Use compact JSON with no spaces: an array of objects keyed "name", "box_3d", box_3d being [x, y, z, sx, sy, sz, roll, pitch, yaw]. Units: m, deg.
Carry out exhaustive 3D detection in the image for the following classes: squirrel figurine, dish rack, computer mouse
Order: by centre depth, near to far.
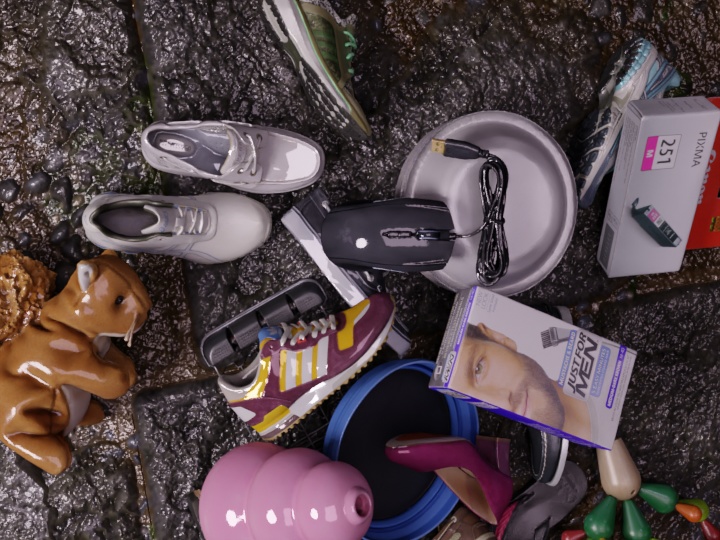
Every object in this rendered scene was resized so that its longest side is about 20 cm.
[{"name":"squirrel figurine","box_3d":[-0.306,0.057,0.843,0.198,0.142,0.189,30,100,0]},{"name":"computer mouse","box_3d":[0.054,-0.064,0.857,0.196,0.046,0.144,6,92,13]},{"name":"dish rack","box_3d":[-0.069,0.130,0.938,0.152,0.055,0.203,-28,99,-5]}]

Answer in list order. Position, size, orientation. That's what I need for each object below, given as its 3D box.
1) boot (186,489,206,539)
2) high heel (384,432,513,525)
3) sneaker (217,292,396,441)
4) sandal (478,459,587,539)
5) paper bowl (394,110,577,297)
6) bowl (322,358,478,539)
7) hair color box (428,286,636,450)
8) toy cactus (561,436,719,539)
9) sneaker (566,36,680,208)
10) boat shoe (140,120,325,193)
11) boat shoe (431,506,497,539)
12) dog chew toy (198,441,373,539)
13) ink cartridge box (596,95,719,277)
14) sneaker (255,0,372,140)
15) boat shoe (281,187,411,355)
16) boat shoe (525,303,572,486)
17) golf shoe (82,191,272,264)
[{"name":"boot","box_3d":[-0.091,0.299,0.944,0.137,0.077,0.203,-31,104,-15]},{"name":"high heel","box_3d":[0.097,0.222,0.901,0.198,0.067,0.098,12,80,-40]},{"name":"sneaker","box_3d":[-0.054,0.079,0.863,0.200,0.075,0.090,-43,103,4]},{"name":"sandal","box_3d":[0.186,0.298,0.991,0.199,0.045,0.075,-42,99,-4]},{"name":"paper bowl","box_3d":[0.140,-0.071,0.931,0.196,0.104,0.205,0,93,-8]},{"name":"bowl","box_3d":[0.043,0.193,0.927,0.198,0.039,0.205,-8,104,-35]},{"name":"hair color box","box_3d":[0.182,0.104,0.901,0.197,0.065,0.111,21,79,-12]},{"name":"toy cactus","box_3d":[0.313,0.278,0.996,0.196,0.102,0.168,-16,83,-7]},{"name":"sneaker","box_3d":[0.299,-0.155,0.965,0.085,0.078,0.203,26,90,-13]},{"name":"boat shoe","box_3d":[-0.132,-0.121,0.901,0.196,0.069,0.072,4,92,-10]},{"name":"boat shoe","box_3d":[0.066,0.348,0.974,0.202,0.075,0.075,-41,61,4]},{"name":"dog chew toy","box_3d":[-0.067,0.226,0.823,0.123,0.198,0.127,15,68,-42]},{"name":"ink cartridge box","box_3d":[0.363,-0.092,0.949,0.170,0.044,0.203,-5,125,-8]},{"name":"sneaker","box_3d":[-0.029,-0.236,0.913,0.088,0.077,0.202,-33,100,-14]},{"name":"boat shoe","box_3d":[0.000,0.000,0.934,0.068,0.072,0.201,-39,91,-3]},{"name":"boat shoe","box_3d":[0.200,0.140,0.973,0.059,0.076,0.204,4,82,-10]},{"name":"golf shoe","box_3d":[-0.187,-0.044,0.885,0.196,0.097,0.080,-2,93,-10]}]
